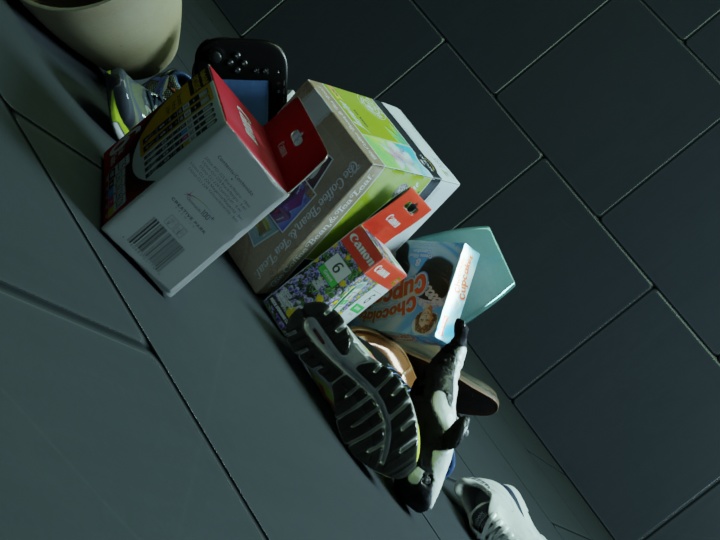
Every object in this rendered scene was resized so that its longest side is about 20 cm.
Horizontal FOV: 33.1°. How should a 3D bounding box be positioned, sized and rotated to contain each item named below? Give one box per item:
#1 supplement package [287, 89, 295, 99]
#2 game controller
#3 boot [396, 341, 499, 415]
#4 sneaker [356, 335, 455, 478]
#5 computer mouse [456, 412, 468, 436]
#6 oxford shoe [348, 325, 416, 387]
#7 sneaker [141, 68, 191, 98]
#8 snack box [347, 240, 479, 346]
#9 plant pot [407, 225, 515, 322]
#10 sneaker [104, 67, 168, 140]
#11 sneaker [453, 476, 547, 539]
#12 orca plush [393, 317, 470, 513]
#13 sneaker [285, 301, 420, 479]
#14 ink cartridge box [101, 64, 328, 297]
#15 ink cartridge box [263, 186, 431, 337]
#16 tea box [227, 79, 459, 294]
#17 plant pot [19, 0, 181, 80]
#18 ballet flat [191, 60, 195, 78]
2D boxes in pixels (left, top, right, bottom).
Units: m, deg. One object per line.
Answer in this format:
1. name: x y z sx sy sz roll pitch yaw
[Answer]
1. supplement package: -0.096 -0.144 1.715 0.200 0.118 0.117 48 -17 -28
2. game controller: -0.136 -0.170 1.378 0.042 0.103 0.201 -80 175 -57
3. boot: 0.089 0.103 1.497 0.199 0.097 0.075 24 -42 8
4. sneaker: 0.033 0.143 1.338 0.200 0.070 0.078 50 13 -11
5. computer mouse: 0.099 0.197 1.588 0.109 0.044 0.200 39 -6 21
6. oxford shoe: 0.037 0.140 1.412 0.200 0.071 0.071 48 14 -32
7. sneaker: -0.220 -0.194 1.400 0.075 0.078 0.200 50 6 -13
8. snack box: 0.040 0.023 1.432 0.199 0.117 0.037 4 -21 45
9. plant pot: 0.097 0.026 1.642 0.141 0.199 0.142 121 -55 -78
10. sneaker: -0.196 -0.157 1.258 0.200 0.080 0.074 39 34 -61
11. sneaker: 0.174 0.321 1.415 0.080 0.077 0.200 31 13 -40
12. orca plush: 0.062 0.139 1.238 0.071 0.201 0.105 26 -14 -20
13. sneaker: 0.002 0.123 1.217 0.201 0.078 0.090 58 -2 25
14. ink cartridge box: -0.129 -0.097 1.033 0.084 0.175 0.200 48 6 -24
15. ink cartridge box: 0.000 0.000 1.312 0.051 0.199 0.109 54 7 18
16. tea box: -0.033 -0.083 1.355 0.134 0.200 0.196 53 23 22
17. plant pot: -0.269 -0.302 1.323 0.188 0.187 0.200 54 -7 24
18. ballet flat: -0.163 -0.162 1.449 0.057 0.066 0.202 23 -51 55
